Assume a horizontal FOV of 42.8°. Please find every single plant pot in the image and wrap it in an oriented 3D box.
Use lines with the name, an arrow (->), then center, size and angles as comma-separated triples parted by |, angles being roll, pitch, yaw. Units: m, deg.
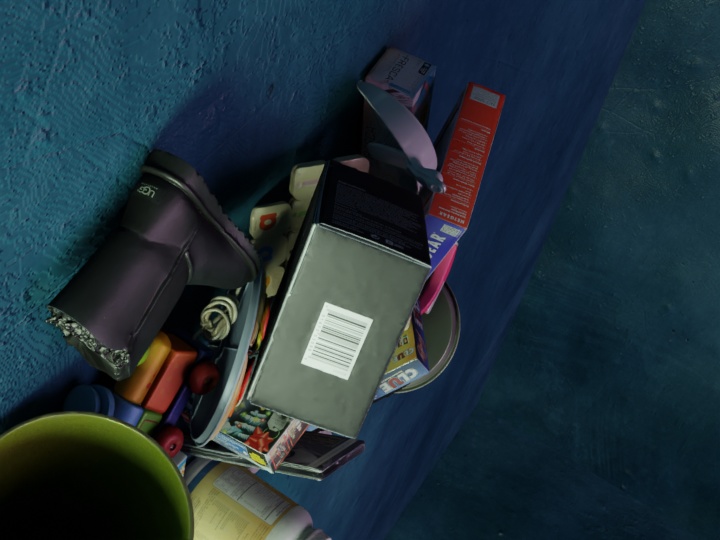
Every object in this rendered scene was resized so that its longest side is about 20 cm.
plant pot -> -0.259, 0.254, 0.789 | 0.187, 0.187, 0.201 | -43, 171, -45

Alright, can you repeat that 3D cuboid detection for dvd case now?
dvd case -> -0.109, 0.210, 1.106 | 0.148, 0.196, 0.016 | -6, 102, -70

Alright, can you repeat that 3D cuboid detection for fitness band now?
fitness band -> 0.056, -0.017, 1.310 | 0.203, 0.142, 0.037 | -65, 170, -5

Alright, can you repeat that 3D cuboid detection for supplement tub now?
supplement tub -> -0.150, 0.340, 1.173 | 0.145, 0.198, 0.145 | -52, 162, -25

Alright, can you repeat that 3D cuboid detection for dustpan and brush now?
dustpan and brush -> 0.052, -0.125, 1.008 | 0.057, 0.199, 0.141 | -36, 122, -16

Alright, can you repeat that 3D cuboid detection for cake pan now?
cake pan -> 0.049, 0.077, 1.342 | 0.202, 0.198, 0.037 | -60, 175, -2

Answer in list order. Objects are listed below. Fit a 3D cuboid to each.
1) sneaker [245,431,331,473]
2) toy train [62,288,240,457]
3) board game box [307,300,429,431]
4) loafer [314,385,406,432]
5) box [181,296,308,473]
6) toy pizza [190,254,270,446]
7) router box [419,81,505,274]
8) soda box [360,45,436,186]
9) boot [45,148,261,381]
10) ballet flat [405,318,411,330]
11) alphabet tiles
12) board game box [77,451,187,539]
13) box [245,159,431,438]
sneaker -> -0.095, 0.236, 1.340 | 0.200, 0.100, 0.075 | -43, 176, -46
toy train -> -0.188, 0.074, 0.856 | 0.202, 0.084, 0.116 | -61, 150, -3
board game box -> -0.006, 0.120, 1.234 | 0.198, 0.035, 0.137 | -28, -143, 19
loafer -> -0.021, 0.168, 1.296 | 0.198, 0.072, 0.073 | -27, 166, -1
box -> -0.100, 0.125, 1.080 | 0.201, 0.135, 0.040 | -51, 146, -31
toy pizza -> -0.128, 0.082, 0.941 | 0.200, 0.031, 0.204 | -161, -91, -74
router box -> 0.103, -0.101, 1.125 | 0.200, 0.048, 0.182 | 120, -11, -69
soda box -> 0.043, -0.175, 1.145 | 0.064, 0.068, 0.201 | -56, 163, -30
boot -> -0.173, 0.016, 0.788 | 0.170, 0.075, 0.201 | -60, 157, -17
ballet flat -> 0.000, 0.000, 1.156 | 0.066, 0.202, 0.057 | -22, -160, 33
alphabet tiles -> -0.045, -0.036, 1.054 | 0.193, 0.015, 0.203 | -15, 130, -32
board game box -> -0.266, 0.294, 0.992 | 0.147, 0.064, 0.202 | -42, 154, -50
box -> -0.021, 0.023, 0.940 | 0.197, 0.122, 0.203 | -90, -159, -66
